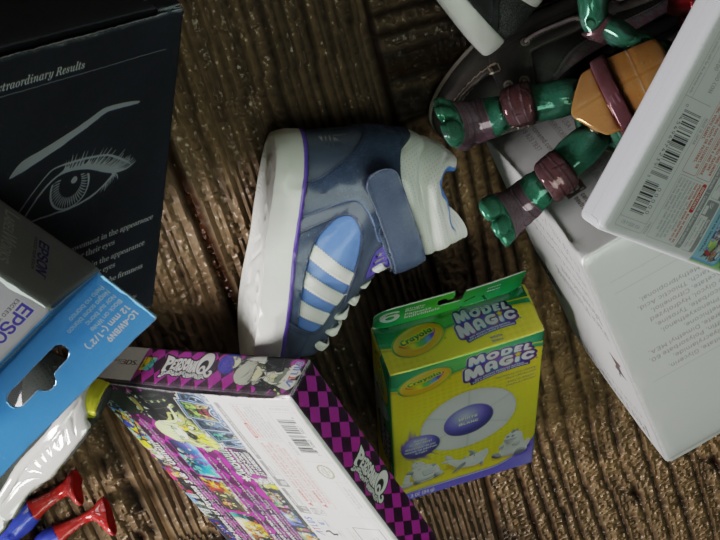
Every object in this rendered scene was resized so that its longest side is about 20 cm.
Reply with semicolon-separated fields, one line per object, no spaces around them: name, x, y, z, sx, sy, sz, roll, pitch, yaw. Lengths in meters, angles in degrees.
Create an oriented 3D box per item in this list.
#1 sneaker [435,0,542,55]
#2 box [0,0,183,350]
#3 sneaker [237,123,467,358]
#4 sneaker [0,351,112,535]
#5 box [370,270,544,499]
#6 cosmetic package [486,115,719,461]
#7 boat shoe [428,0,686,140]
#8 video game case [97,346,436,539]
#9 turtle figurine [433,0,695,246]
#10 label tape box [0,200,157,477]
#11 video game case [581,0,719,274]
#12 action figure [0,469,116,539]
sneaker;0.058;-0.225;0.818;0.112;0.073;0.200;-41;135;7
box;-0.190;-0.061;0.780;0.147;0.104;0.202;-25;136;-46
sneaker;0.000;0.000;0.940;0.145;0.081;0.202;2;117;-16
sneaker;-0.247;0.119;0.955;0.085;0.075;0.200;42;113;-7
box;0.070;0.084;1.016;0.116;0.049;0.201;-16;140;-8
cosmetic package;0.212;-0.020;0.948;0.164;0.165;0.201;-29;127;1
boat shoe;0.135;-0.138;0.907;0.199;0.057;0.067;-32;128;4
video game case;-0.065;0.129;0.966;0.180;0.036;0.201;1;139;36
turtle figurine;0.149;-0.105;0.833;0.199;0.151;0.101;-31;147;17
label tape box;-0.218;0.029;0.687;0.143;0.066;0.200;-42;117;18
video game case;0.228;-0.093;0.775;0.181;0.022;0.201;16;107;-40
action figure;-0.267;0.234;1.002;0.199;0.099;0.065;-31;128;7
